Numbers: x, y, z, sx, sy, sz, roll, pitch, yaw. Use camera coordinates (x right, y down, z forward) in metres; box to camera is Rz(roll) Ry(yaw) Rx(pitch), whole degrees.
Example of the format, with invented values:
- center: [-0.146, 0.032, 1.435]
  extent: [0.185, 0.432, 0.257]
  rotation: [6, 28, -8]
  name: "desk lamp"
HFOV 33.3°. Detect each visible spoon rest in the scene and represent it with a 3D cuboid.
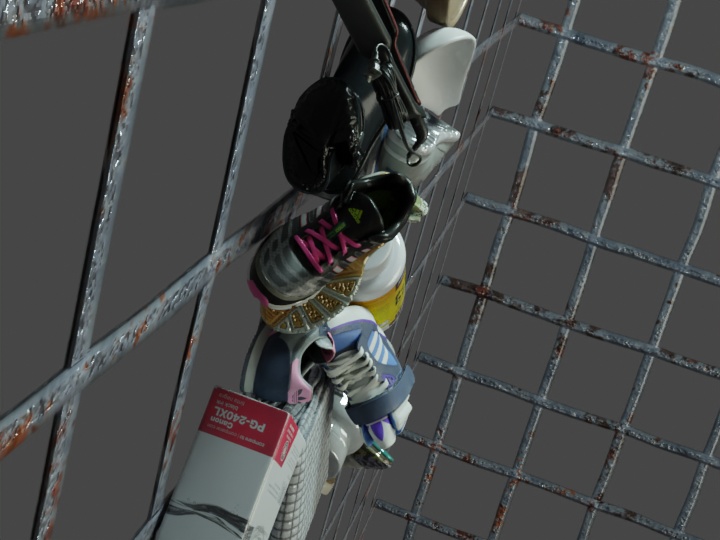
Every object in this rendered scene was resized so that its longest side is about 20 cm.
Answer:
- center: [0.082, -0.211, 1.306]
  extent: [0.099, 0.061, 0.200]
  rotation: [-31, 175, 2]
  name: "spoon rest"

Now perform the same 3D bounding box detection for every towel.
- center: [-0.089, 0.209, 1.382]
  extent: [0.200, 0.084, 0.168]
  rotation: [-67, 164, -64]
  name: "towel"

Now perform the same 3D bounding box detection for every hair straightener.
- center: [0.013, -0.177, 1.070]
  extent: [0.077, 0.040, 0.202]
  rotation: [-57, 133, -52]
  name: "hair straightener"

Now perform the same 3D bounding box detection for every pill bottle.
- center: [0.000, 0.000, 1.426]
  extent: [0.200, 0.108, 0.110]
  rotation: [86, 24, -70]
  name: "pill bottle"
- center: [-0.032, 0.172, 1.586]
  extent: [0.112, 0.109, 0.201]
  rotation: [100, 11, -45]
  name: "pill bottle"

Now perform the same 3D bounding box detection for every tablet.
- center: [0.042, -0.185, 1.406]
  extent: [0.200, 0.013, 0.132]
  rotation: [-54, 160, -69]
  name: "tablet"

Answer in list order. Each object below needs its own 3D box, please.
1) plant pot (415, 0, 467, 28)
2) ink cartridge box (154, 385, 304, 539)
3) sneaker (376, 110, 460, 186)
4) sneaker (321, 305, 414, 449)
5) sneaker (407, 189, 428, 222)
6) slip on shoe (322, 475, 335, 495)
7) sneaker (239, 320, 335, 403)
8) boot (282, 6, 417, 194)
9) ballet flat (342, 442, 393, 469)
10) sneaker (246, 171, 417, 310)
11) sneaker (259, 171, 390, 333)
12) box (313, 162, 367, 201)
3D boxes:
- center: [0.081, -0.362, 1.247]
  extent: [0.201, 0.092, 0.204]
  rotation: [19, 90, -81]
  name: "plant pot"
- center: [-0.129, 0.230, 1.150]
  extent: [0.145, 0.082, 0.202]
  rotation: [83, 27, -72]
  name: "ink cartridge box"
- center: [0.054, -0.135, 1.360]
  extent: [0.083, 0.074, 0.200]
  rotation: [-61, 170, 21]
  name: "sneaker"
- center: [0.006, 0.129, 1.381]
  extent: [0.148, 0.080, 0.200]
  rotation: [69, 12, 18]
  name: "sneaker"
- center: [0.051, -0.105, 1.612]
  extent: [0.200, 0.087, 0.078]
  rotation: [45, 64, -81]
  name: "sneaker"
- center: [-0.062, 0.269, 1.714]
  extent: [0.200, 0.075, 0.061]
  rotation: [22, 92, -85]
  name: "slip on shoe"
- center: [-0.057, 0.060, 1.272]
  extent: [0.071, 0.081, 0.201]
  rotation: [97, 14, -52]
  name: "sneaker"
- center: [-0.007, -0.164, 1.138]
  extent: [0.168, 0.076, 0.202]
  rotation: [-17, 131, -85]
  name: "boot"
- center: [-0.021, 0.234, 1.667]
  extent: [0.200, 0.071, 0.073]
  rotation: [43, -58, 54]
  name: "ballet flat"
- center: [-0.021, -0.037, 1.119]
  extent: [0.199, 0.074, 0.087]
  rotation: [-33, 176, -32]
  name: "sneaker"
- center: [-0.029, -0.017, 1.242]
  extent: [0.200, 0.076, 0.088]
  rotation: [-46, -160, -7]
  name: "sneaker"
- center: [-0.002, -0.143, 1.372]
  extent: [0.200, 0.036, 0.146]
  rotation: [8, 100, -81]
  name: "box"
